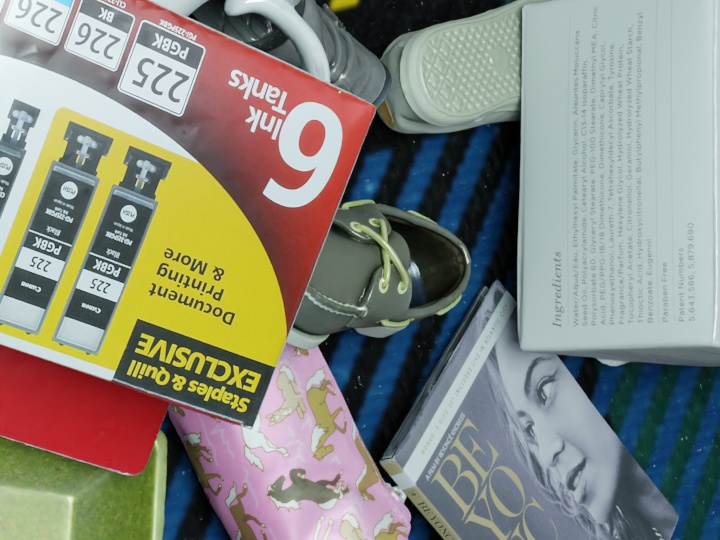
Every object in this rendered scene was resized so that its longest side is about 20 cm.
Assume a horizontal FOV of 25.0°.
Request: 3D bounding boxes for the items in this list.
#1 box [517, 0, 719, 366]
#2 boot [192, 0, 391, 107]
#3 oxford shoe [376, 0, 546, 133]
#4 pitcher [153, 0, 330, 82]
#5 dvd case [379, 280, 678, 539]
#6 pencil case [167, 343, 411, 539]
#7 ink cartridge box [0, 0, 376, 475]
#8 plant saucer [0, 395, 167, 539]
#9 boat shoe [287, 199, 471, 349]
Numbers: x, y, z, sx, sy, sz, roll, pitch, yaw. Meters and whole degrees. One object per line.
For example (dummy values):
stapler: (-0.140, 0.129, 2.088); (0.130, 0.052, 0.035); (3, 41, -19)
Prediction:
box: (0.197, -0.047, 0.936); (0.198, 0.130, 0.203); (8, 81, -48)
boot: (-0.073, -0.160, 0.842); (0.070, 0.131, 0.201); (-40, 65, 10)
oxford shoe: (0.078, -0.117, 0.946); (0.199, 0.057, 0.076); (-15, 91, -46)
pitcher: (-0.115, -0.111, 0.690); (0.198, 0.121, 0.174); (-21, 110, -14)
dvd case: (0.105, 0.127, 0.938); (0.201, 0.016, 0.149); (51, 48, -18)
pencil case: (-0.048, 0.073, 0.835); (0.086, 0.082, 0.202); (-39, 107, -53)
ink cartridge box: (-0.121, -0.019, 0.594); (0.198, 0.084, 0.178); (21, 91, -28)
plant saucer: (-0.176, 0.147, 0.623); (0.198, 0.048, 0.202); (13, 67, -32)
boat shoe: (-0.001, -0.003, 0.822); (0.201, 0.060, 0.073); (6, 63, -67)
